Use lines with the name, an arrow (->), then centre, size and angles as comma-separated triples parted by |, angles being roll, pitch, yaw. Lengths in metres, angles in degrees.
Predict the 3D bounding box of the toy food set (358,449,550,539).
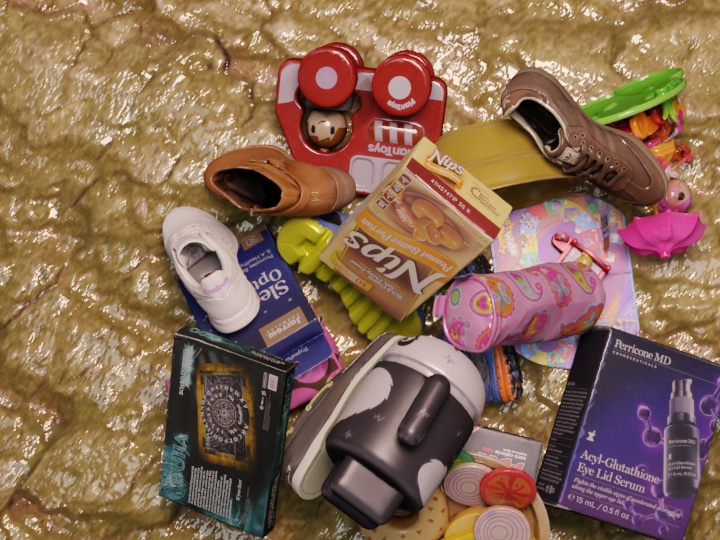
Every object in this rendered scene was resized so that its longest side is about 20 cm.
toy food set -> 0.108, 0.279, 1.489 | 0.197, 0.049, 0.201 | -22, 106, 17

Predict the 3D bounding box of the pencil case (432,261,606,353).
pencil case -> 0.169, 0.036, 1.452 | 0.199, 0.087, 0.088 | -7, 81, -43

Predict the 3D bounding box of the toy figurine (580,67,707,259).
toy figurine -> 0.322, -0.108, 1.535 | 0.149, 0.200, 0.185 | -12, 105, 37

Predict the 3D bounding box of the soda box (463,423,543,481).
soda box -> 0.097, 0.198, 1.531 | 0.198, 0.063, 0.071 | 13, 84, 3

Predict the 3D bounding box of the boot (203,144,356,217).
boot -> -0.120, -0.091, 1.505 | 0.199, 0.155, 0.077 | 16, 103, 27

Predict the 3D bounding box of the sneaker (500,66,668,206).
sneaker -> 0.222, -0.121, 1.419 | 0.200, 0.071, 0.076 | 38, 44, 0

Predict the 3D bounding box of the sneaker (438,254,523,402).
sneaker -> 0.118, 0.055, 1.543 | 0.078, 0.075, 0.202 | -17, 79, 16

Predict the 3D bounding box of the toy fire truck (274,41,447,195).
toy fire truck -> 0.001, -0.165, 1.562 | 0.198, 0.112, 0.169 | 7, 102, 4

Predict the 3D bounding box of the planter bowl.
planter bowl -> 0.134, -0.111, 1.495 | 0.199, 0.200, 0.084 | -12, 84, 0

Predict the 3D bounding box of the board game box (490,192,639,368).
board game box -> 0.230, 0.009, 1.559 | 0.157, 0.039, 0.202 | -6, 83, 1

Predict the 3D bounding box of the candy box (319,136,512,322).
candy box -> 0.053, -0.037, 1.417 | 0.115, 0.200, 0.055 | 38, 52, -6

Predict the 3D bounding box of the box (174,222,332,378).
box -> -0.118, 0.046, 1.519 | 0.121, 0.032, 0.201 | -30, 50, -2

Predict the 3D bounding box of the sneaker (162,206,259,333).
sneaker -> -0.171, -0.023, 1.507 | 0.075, 0.100, 0.200 | -34, 44, -4

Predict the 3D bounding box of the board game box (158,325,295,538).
board game box -> -0.143, 0.170, 1.461 | 0.134, 0.028, 0.202 | 18, 114, 20

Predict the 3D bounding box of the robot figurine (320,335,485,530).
robot figurine -> 0.041, 0.160, 1.407 | 0.150, 0.125, 0.201 | 13, 60, 46

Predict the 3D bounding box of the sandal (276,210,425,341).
sandal -> 0.000, 0.000, 1.552 | 0.079, 0.087, 0.200 | -37, 102, 30

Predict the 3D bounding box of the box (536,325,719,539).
box -> 0.291, 0.175, 1.496 | 0.147, 0.104, 0.202 | 17, 85, -6

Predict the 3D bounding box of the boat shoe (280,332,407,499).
boat shoe -> -0.023, 0.144, 1.483 | 0.060, 0.072, 0.202 | 31, 82, 39

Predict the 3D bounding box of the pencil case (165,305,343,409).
pencil case -> -0.119, 0.119, 1.537 | 0.199, 0.091, 0.094 | -25, 114, -2
